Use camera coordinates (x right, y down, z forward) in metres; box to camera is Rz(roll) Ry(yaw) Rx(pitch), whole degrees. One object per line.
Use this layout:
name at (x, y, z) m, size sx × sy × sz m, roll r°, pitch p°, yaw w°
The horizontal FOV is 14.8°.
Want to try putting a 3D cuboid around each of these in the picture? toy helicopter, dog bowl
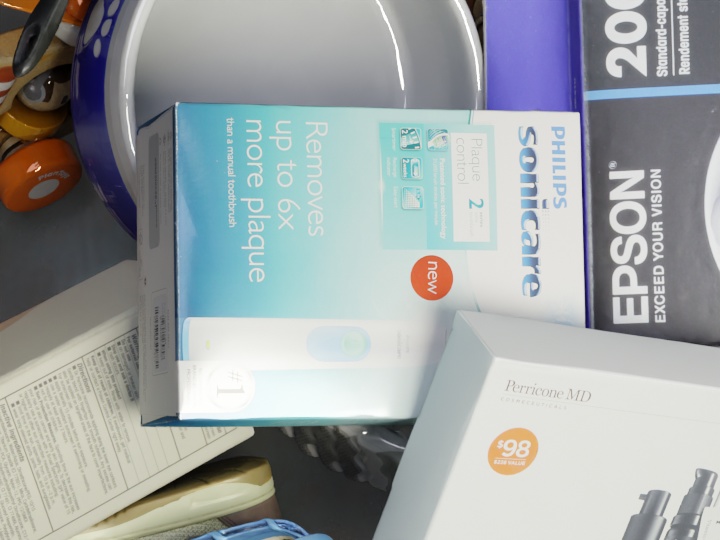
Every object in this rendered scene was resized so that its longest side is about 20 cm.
toy helicopter at (-0.183, -0.107, 1.403) m, size 0.132 × 0.200 × 0.079 m, roll -36°, pitch 68°, yaw 20°
dog bowl at (-0.041, -0.089, 1.391) m, size 0.200 × 0.079 × 0.201 m, roll -2°, pitch 95°, yaw -26°

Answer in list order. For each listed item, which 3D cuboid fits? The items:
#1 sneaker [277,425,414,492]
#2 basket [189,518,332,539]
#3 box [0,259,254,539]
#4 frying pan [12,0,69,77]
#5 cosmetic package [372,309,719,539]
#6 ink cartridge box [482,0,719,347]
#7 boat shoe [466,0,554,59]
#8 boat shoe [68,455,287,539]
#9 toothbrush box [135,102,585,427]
sneaker at (0.023, 0.068, 1.396) m, size 0.200 × 0.075 × 0.082 m, roll 34°, pitch 69°, yaw 6°
basket at (-0.078, 0.194, 1.284) m, size 0.176 × 0.200 × 0.139 m, roll -25°, pitch 70°, yaw -3°
box at (-0.160, 0.078, 1.346) m, size 0.200 × 0.078 × 0.095 m, roll -27°, pitch 111°, yaw -30°
frying pan at (-0.120, -0.169, 1.362) m, size 0.115 × 0.031 × 0.190 m, roll -32°, pitch 36°, yaw 16°
cosmetic package at (0.114, 0.105, 1.282) m, size 0.200 × 0.052 × 0.151 m, roll 8°, pitch 112°, yaw -26°
ink cartridge box at (0.155, -0.059, 1.356) m, size 0.199 × 0.043 × 0.199 m, roll -3°, pitch 84°, yaw 12°
boat shoe at (0.087, -0.128, 1.433) m, size 0.200 × 0.076 × 0.072 m, roll 33°, pitch 87°, yaw 1°
boat shoe at (-0.132, 0.152, 1.376) m, size 0.200 × 0.072 × 0.066 m, roll -20°, pitch 92°, yaw 0°
toothbrush box at (0.000, 0.000, 1.302) m, size 0.199 × 0.085 × 0.147 m, roll 1°, pitch 85°, yaw -18°
